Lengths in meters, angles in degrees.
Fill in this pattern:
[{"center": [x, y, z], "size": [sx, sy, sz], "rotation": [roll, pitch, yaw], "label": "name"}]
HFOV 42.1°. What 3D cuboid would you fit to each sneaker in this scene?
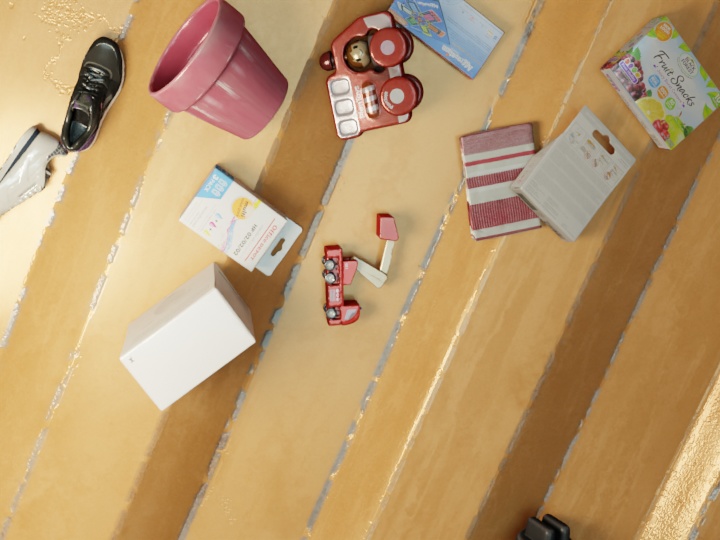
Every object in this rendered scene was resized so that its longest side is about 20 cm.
[{"center": [-0.451, -0.293, 1.576], "size": [0.075, 0.088, 0.202], "rotation": [18, 98, -12], "label": "sneaker"}, {"center": [-0.584, -0.147, 1.597], "size": [0.080, 0.076, 0.201], "rotation": [34, 96, -23], "label": "sneaker"}]

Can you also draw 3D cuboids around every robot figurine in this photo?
[{"center": [0.363, 0.594, 1.873], "size": [0.148, 0.125, 0.203], "rotation": [7, 101, 8], "label": "robot figurine"}]

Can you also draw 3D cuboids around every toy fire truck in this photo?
[{"center": [0.000, 0.000, 1.729], "size": [0.139, 0.049, 0.203], "rotation": [-4, 102, -9], "label": "toy fire truck"}, {"center": [0.015, -0.341, 1.639], "size": [0.166, 0.112, 0.202], "rotation": [-11, 103, 13], "label": "toy fire truck"}]

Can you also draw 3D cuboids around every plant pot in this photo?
[{"center": [-0.227, -0.322, 1.564], "size": [0.178, 0.200, 0.201], "rotation": [36, 95, -30], "label": "plant pot"}]

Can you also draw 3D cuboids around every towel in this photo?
[{"center": [0.264, -0.165, 1.751], "size": [0.142, 0.023, 0.203], "rotation": [-11, 105, -9], "label": "towel"}]

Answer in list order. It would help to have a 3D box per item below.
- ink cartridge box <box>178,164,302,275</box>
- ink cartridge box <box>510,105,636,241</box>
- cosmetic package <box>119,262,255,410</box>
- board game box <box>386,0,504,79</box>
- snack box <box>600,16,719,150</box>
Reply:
[{"center": [-0.209, -0.082, 1.669], "size": [0.199, 0.068, 0.116], "rotation": [35, 95, -14], "label": "ink cartridge box"}, {"center": [0.399, -0.180, 1.753], "size": [0.162, 0.057, 0.201], "rotation": [40, 82, -21], "label": "ink cartridge box"}, {"center": [-0.297, 0.110, 1.627], "size": [0.198, 0.200, 0.123], "rotation": [-36, 105, 0], "label": "cosmetic package"}, {"center": [0.152, -0.443, 1.676], "size": [0.199, 0.019, 0.103], "rotation": [34, 93, -14], "label": "board game box"}, {"center": [0.564, -0.347, 1.744], "size": [0.142, 0.053, 0.200], "rotation": [-43, 105, 0], "label": "snack box"}]
